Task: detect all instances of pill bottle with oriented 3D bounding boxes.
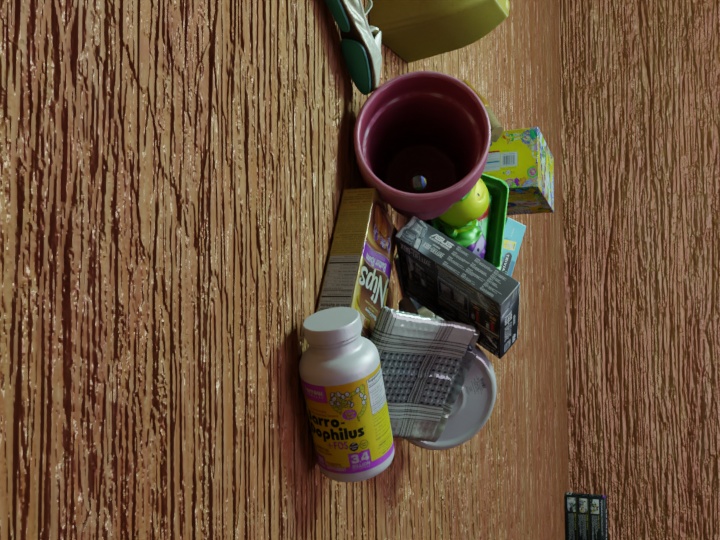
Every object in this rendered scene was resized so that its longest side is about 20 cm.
[{"bbox_3d":[-0.020,0.154,1.023,0.104,0.102,0.204,-44,128,-60],"label":"pill bottle"}]

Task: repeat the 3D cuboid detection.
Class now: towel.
[{"bbox_3d":[0.077,0.156,1.157,0.197,0.034,0.196,12,102,-38],"label":"towel"}]

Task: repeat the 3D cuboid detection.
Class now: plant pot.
[{"bbox_3d":[0.092,-0.168,1.228,0.179,0.196,0.204,77,18,-73],"label":"plant pot"},{"bbox_3d":[0.138,-0.474,1.331,0.194,0.196,0.200,4,84,-67],"label":"plant pot"}]

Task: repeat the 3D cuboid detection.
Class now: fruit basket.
[{"bbox_3d":[0.187,-0.103,1.420,0.216,0.153,0.220,-163,-90,-82],"label":"fruit basket"}]

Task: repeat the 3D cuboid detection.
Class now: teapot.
[{"bbox_3d":[0.112,0.173,1.298,0.203,0.195,0.146,-64,-160,9],"label":"teapot"}]

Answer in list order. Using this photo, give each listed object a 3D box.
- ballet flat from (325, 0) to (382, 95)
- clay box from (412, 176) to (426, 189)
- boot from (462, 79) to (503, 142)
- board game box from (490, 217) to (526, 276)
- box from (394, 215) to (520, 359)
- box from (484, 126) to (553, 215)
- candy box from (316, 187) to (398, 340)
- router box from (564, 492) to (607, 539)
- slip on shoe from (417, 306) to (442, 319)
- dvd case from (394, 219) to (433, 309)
[{"bbox_3d":[0.000,-0.342,1.142,0.062,0.067,0.202,-39,133,-17],"label":"ballet flat"},{"bbox_3d":[0.111,-0.222,1.442,0.201,0.047,0.117,-57,140,-53],"label":"clay box"},{"bbox_3d":[0.177,-0.250,1.561,0.070,0.202,0.145,9,39,-45],"label":"boot"},{"bbox_3d":[0.223,0.007,1.517,0.046,0.151,0.204,21,83,-21],"label":"board game box"},{"bbox_3d":[0.145,0.026,1.222,0.050,0.199,0.159,-44,150,-20],"label":"box"},{"bbox_3d":[0.283,-0.193,1.665,0.192,0.196,0.125,28,62,-65],"label":"box"},{"bbox_3d":[0.000,0.000,1.148,0.117,0.055,0.203,56,40,-54],"label":"candy box"},{"bbox_3d":[0.825,0.923,2.971,0.051,0.146,0.205,7,82,-66],"label":"router box"},{"bbox_3d":[0.112,0.144,1.413,0.202,0.059,0.077,88,-17,-44],"label":"slip on shoe"},{"bbox_3d":[0.110,-0.012,1.467,0.201,0.016,0.151,-61,142,-52],"label":"dvd case"}]
